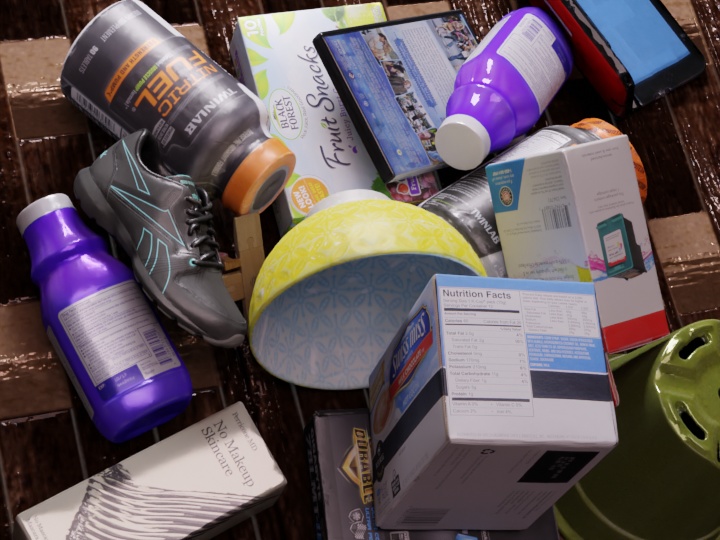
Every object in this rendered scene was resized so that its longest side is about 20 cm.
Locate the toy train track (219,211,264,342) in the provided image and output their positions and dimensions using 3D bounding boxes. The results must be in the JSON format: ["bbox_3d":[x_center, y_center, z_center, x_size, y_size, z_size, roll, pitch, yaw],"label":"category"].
[{"bbox_3d":[-0.059,-0.004,1.369,0.199,0.032,0.116,-16,110,-28],"label":"toy train track"}]

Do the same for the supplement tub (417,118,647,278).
[{"bbox_3d":[0.148,-0.046,1.402,0.199,0.123,0.123,-31,77,-25],"label":"supplement tub"}]

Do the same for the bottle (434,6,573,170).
[{"bbox_3d":[0.125,-0.159,1.432,0.084,0.065,0.200,52,42,-14],"label":"bottle"}]

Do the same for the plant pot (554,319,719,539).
[{"bbox_3d":[0.261,0.131,1.316,0.198,0.190,0.202,5,66,-12],"label":"plant pot"}]

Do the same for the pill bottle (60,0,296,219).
[{"bbox_3d":[-0.148,-0.129,1.354,0.200,0.106,0.106,39,62,13],"label":"pill bottle"}]

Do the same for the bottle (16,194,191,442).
[{"bbox_3d":[-0.212,0.035,1.290,0.083,0.065,0.201,-24,75,-25],"label":"bottle"}]

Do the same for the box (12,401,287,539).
[{"bbox_3d":[-0.162,0.185,1.243,0.199,0.068,0.083,-28,76,-24],"label":"box"}]

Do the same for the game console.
[{"bbox_3d":[0.233,-0.258,1.527,0.118,0.172,0.201,-36,78,1],"label":"game console"}]

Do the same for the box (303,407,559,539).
[{"bbox_3d":[0.062,0.210,1.307,0.196,0.050,0.202,-1,67,-15],"label":"box"}]

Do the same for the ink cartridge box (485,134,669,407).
[{"bbox_3d":[0.174,0.003,1.279,0.067,0.116,0.202,-14,94,-27],"label":"ink cartridge box"}]

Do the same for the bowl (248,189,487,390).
[{"bbox_3d":[0.000,0.000,1.309,0.198,0.201,0.108,-2,56,-16],"label":"bowl"}]

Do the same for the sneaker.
[{"bbox_3d":[-0.148,-0.026,1.273,0.079,0.075,0.200,-43,73,10],"label":"sneaker"}]

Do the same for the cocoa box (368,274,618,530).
[{"bbox_3d":[0.093,0.104,1.223,0.132,0.200,0.132,3,63,-14],"label":"cocoa box"}]

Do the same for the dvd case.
[{"bbox_3d":[0.057,-0.159,1.435,0.199,0.018,0.144,-18,77,-45],"label":"dvd case"}]

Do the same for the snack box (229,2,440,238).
[{"bbox_3d":[-0.025,-0.134,1.432,0.141,0.053,0.202,-10,69,-18],"label":"snack box"}]
